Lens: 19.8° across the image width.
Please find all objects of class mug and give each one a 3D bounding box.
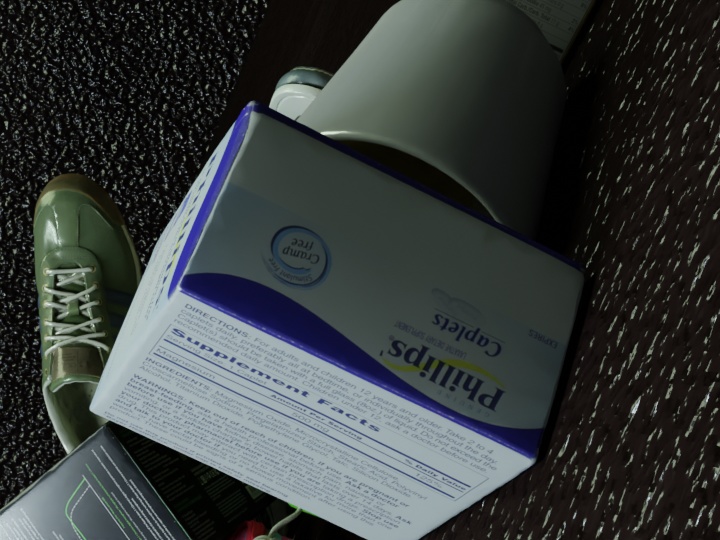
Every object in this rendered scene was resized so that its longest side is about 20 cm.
[{"bbox_3d":[0.025,-0.069,1.109,0.185,0.150,0.154,-1,46,33],"label":"mug"}]

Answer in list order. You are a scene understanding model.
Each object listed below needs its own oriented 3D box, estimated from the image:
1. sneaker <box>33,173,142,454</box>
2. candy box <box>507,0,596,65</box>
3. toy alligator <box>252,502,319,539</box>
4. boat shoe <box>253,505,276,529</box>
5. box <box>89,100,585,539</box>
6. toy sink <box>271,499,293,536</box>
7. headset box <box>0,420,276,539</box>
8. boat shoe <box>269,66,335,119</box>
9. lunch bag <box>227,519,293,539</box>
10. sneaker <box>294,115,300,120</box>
[{"bbox_3d":[-0.180,0.044,1.366,0.090,0.066,0.202,-85,-11,-67],"label":"sneaker"},{"bbox_3d":[0.086,-0.138,1.227,0.116,0.055,0.201,-93,27,-66],"label":"candy box"},{"bbox_3d":[-0.007,0.102,1.151,0.201,0.059,0.054,-59,-35,-24],"label":"toy alligator"},{"bbox_3d":[-0.094,0.230,1.299,0.201,0.073,0.068,-70,16,-11],"label":"boat shoe"},{"bbox_3d":[-0.016,0.036,1.004,0.106,0.183,0.200,-69,10,-25],"label":"box"},{"bbox_3d":[-0.093,0.066,1.424,0.201,0.111,0.131,-79,-9,-51],"label":"toy sink"},{"bbox_3d":[-0.169,0.172,1.218,0.200,0.093,0.174,-39,-4,13],"label":"headset box"},{"bbox_3d":[-0.007,-0.115,1.410,0.200,0.072,0.062,28,-108,-66],"label":"boat shoe"},{"bbox_3d":[-0.067,0.243,1.126,0.177,0.081,0.201,-54,17,37],"label":"lunch bag"},{"bbox_3d":[0.000,-0.001,1.334,0.070,0.092,0.202,-36,-55,-79],"label":"sneaker"}]
